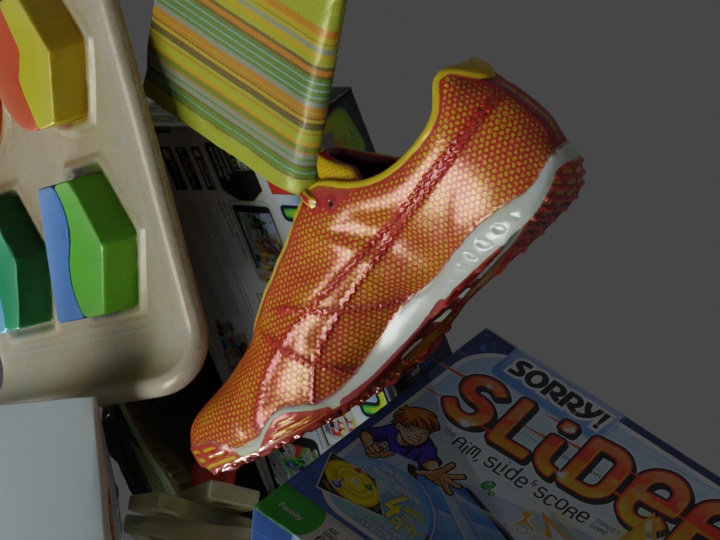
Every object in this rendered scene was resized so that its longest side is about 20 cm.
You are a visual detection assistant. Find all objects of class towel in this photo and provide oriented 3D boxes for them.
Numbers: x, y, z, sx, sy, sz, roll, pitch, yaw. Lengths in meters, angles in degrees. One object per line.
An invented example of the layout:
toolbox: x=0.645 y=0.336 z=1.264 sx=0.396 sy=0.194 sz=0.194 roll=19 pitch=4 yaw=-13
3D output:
towel: x=-0.031 y=-0.127 z=1.065 sx=0.086 sy=0.018 sz=0.200 roll=34 pitch=131 yaw=28

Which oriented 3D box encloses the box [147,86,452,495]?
box: x=-0.017 y=0.024 z=1.190 sx=0.110 sy=0.035 sz=0.200 roll=3 pitch=122 yaw=47

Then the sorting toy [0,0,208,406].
sorting toy: x=-0.130 y=-0.043 z=1.186 sx=0.185 sy=0.036 sz=0.200 roll=-12 pitch=89 yaw=60

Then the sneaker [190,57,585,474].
sneaker: x=0.000 y=0.000 z=1.096 sx=0.077 sy=0.073 sz=0.200 roll=48 pitch=116 yaw=9

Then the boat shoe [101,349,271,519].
boat shoe: x=-0.081 y=0.059 z=1.260 sx=0.065 sy=0.073 sz=0.200 roll=1 pitch=116 yaw=49

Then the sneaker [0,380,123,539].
sneaker: x=-0.133 y=0.139 z=1.395 sx=0.072 sy=0.072 sz=0.200 roll=-9 pitch=120 yaw=30

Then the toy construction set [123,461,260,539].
toy construction set: x=-0.040 y=0.166 z=1.139 sx=0.131 sy=0.092 sz=0.200 roll=105 pitch=161 yaw=-75

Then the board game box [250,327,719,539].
board game box: x=0.078 y=0.113 z=1.071 sx=0.200 sy=0.135 sz=0.034 roll=32 pitch=138 yaw=26

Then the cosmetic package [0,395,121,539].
cosmetic package: x=-0.118 y=0.143 z=1.191 sx=0.200 sy=0.052 sz=0.151 roll=101 pitch=161 yaw=-77
